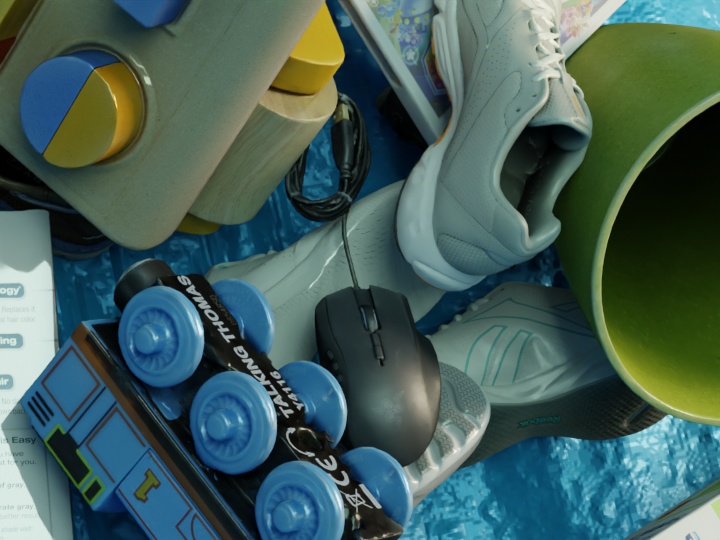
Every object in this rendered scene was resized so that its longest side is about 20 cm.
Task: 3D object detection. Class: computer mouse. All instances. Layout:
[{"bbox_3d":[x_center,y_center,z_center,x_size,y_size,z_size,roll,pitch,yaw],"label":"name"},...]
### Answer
[{"bbox_3d":[0.000,0.000,1.251,0.058,0.034,0.201,-8,67,-10],"label":"computer mouse"}]

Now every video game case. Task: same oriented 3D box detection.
[{"bbox_3d":[0.044,-0.174,1.304,0.143,0.018,0.200,-44,119,-20],"label":"video game case"}]

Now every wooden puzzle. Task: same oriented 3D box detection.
[{"bbox_3d":[-0.132,-0.132,1.194,0.200,0.186,0.046,38,23,6],"label":"wooden puzzle"}]

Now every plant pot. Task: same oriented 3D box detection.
[{"bbox_3d":[0.164,-0.050,1.329,0.186,0.200,0.188,-9,118,-17],"label":"plant pot"}]

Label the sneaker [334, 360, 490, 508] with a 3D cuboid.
[{"bbox_3d":[-0.022,0.117,1.271,0.200,0.082,0.075,-35,61,-8],"label":"sneaker"}]

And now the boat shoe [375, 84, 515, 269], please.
[{"bbox_3d":[0.040,-0.095,1.384,0.066,0.072,0.202,-11,89,4],"label":"boat shoe"}]

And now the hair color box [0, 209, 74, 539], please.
[{"bbox_3d":[-0.195,0.074,1.248,0.099,0.061,0.201,0,73,-19],"label":"hair color box"}]

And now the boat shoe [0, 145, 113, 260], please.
[{"bbox_3d":[-0.197,-0.083,1.292,0.199,0.072,0.072,30,67,-7],"label":"boat shoe"}]

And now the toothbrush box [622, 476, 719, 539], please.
[{"bbox_3d":[0.209,0.140,1.318,0.199,0.146,0.086,-30,84,-24],"label":"toothbrush box"}]

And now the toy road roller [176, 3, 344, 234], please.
[{"bbox_3d":[-0.111,-0.126,1.267,0.145,0.123,0.201,7,46,-38],"label":"toy road roller"}]

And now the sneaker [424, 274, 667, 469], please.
[{"bbox_3d":[0.066,0.052,1.350,0.199,0.071,0.081,-7,52,-17],"label":"sneaker"}]

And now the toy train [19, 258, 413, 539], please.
[{"bbox_3d":[-0.062,0.090,1.186,0.200,0.114,0.087,50,27,20],"label":"toy train"}]

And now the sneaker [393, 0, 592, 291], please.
[{"bbox_3d":[0.082,-0.088,1.264,0.075,0.092,0.201,21,71,-35],"label":"sneaker"}]

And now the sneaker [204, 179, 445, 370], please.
[{"bbox_3d":[-0.034,0.008,1.318,0.200,0.088,0.076,-34,122,-27],"label":"sneaker"}]
